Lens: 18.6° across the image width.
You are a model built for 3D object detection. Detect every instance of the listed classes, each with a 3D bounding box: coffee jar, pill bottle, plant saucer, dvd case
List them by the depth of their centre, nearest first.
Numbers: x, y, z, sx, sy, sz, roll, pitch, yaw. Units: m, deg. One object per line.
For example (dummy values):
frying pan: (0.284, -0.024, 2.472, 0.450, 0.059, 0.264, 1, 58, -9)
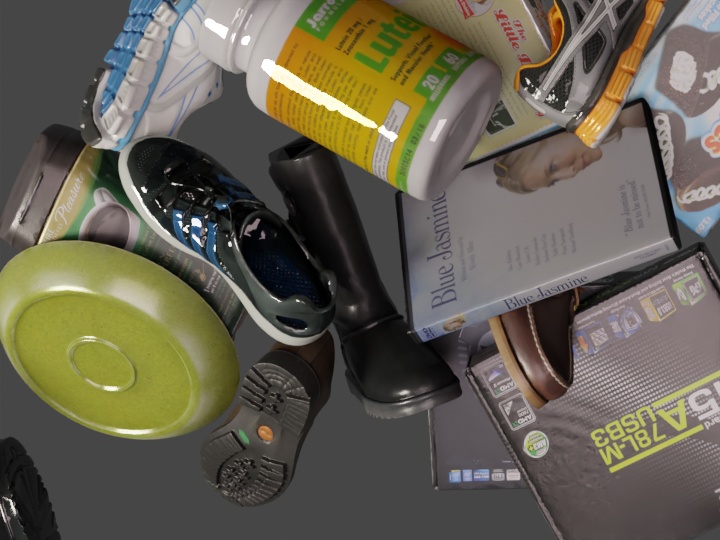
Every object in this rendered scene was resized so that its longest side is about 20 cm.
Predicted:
dvd case: (0.121, -0.037, 1.548, 0.200, 0.143, 0.018, -21, 135, 16)
pill bottle: (-0.010, -0.143, 1.560, 0.200, 0.111, 0.111, 30, 105, 13)
coffee jar: (-0.166, -0.028, 1.645, 0.200, 0.085, 0.104, 26, 104, -2)
plant saucer: (-0.189, 0.062, 1.646, 0.200, 0.031, 0.200, 12, 135, 13)

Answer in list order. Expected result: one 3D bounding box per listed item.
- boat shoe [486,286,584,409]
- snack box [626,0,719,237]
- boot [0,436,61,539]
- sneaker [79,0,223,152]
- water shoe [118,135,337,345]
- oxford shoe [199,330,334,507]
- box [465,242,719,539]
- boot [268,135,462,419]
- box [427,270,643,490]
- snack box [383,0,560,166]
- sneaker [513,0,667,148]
boat shoe: (0.124, 0.008, 1.570, 0.070, 0.200, 0.070, -27, 136, 15)
snack box: (0.265, -0.137, 1.590, 0.116, 0.037, 0.200, 36, 104, -1)
boot: (-0.315, 0.243, 1.737, 0.162, 0.073, 0.198, -15, 102, 13)
sneaker: (-0.130, -0.171, 1.625, 0.087, 0.075, 0.200, 23, 97, -37)
water shoe: (-0.088, -0.036, 1.564, 0.200, 0.079, 0.072, 43, 62, 8)
oxford shoe: (-0.062, 0.112, 1.660, 0.073, 0.084, 0.200, 36, 137, 2)
box: (0.208, 0.107, 1.614, 0.200, 0.048, 0.193, -27, 96, 12)
boot: (0.000, 0.000, 1.602, 0.066, 0.165, 0.200, -20, 102, -19)
box: (0.150, 0.083, 1.661, 0.200, 0.044, 0.160, -1, 104, 6)
snack box: (0.073, -0.182, 1.594, 0.116, 0.037, 0.200, -23, 101, 29)
sneaker: (0.173, -0.186, 1.542, 0.077, 0.078, 0.200, 24, 67, 3)
